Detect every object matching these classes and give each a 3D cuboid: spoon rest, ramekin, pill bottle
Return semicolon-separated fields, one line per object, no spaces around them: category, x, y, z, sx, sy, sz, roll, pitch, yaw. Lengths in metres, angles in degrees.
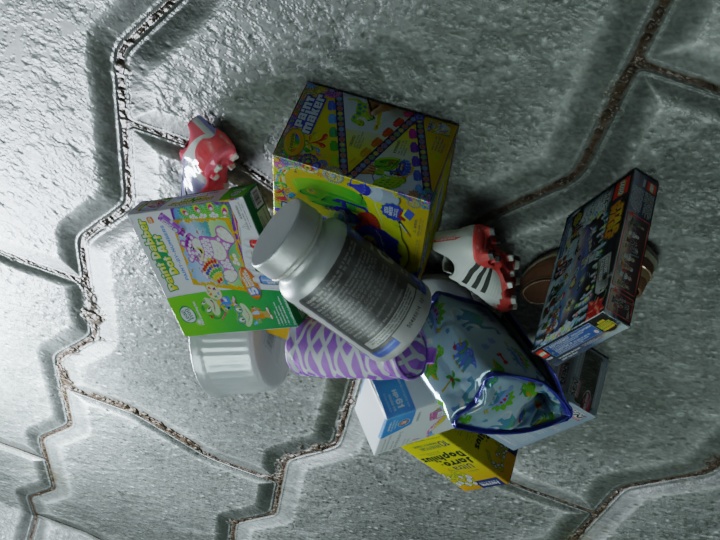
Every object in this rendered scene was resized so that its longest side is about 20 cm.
spoon rest;0.071;0.047;1.624;0.199;0.061;0.099;-7;139;38
ramekin;-0.171;0.090;1.709;0.097;0.201;0.201;-1;143;18
pill bottle;-0.023;0.010;1.341;0.200;0.114;0.114;37;145;-22

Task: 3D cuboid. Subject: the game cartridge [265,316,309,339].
game cartridge;-0.056;0.047;1.559;0.199;0.032;0.177;17;141;24

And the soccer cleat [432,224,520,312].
soccer cleat;0.152;-0.002;1.472;0.085;0.069;0.200;0;157;22

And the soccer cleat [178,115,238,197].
soccer cleat;-0.215;-0.134;1.531;0.077;0.067;0.200;52;153;6

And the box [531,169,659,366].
box;0.268;-0.003;1.300;0.040;0.201;0.137;29;147;-14

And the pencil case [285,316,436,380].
pencil case;-0.007;0.103;1.486;0.199;0.084;0.085;0;158;40

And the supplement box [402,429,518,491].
supplement box;0.150;0.258;1.848;0.200;0.110;0.109;37;145;-24

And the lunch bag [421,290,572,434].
lunch bag;0.182;0.129;1.543;0.199;0.170;0.128;16;120;-40

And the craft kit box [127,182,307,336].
craft kit box;-0.189;-0.010;1.522;0.197;0.049;0.201;-5;119;33

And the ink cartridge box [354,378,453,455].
ink cartridge box;0.104;0.182;1.686;0.199;0.085;0.145;-18;154;-17

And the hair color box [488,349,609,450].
hair color box;0.272;0.188;1.680;0.060;0.099;0.200;31;147;-15

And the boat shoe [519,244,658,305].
boat shoe;0.279;0.016;1.443;0.076;0.072;0.199;39;144;-27

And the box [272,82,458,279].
box;0.002;-0.097;1.390;0.192;0.122;0.200;17;148;8
